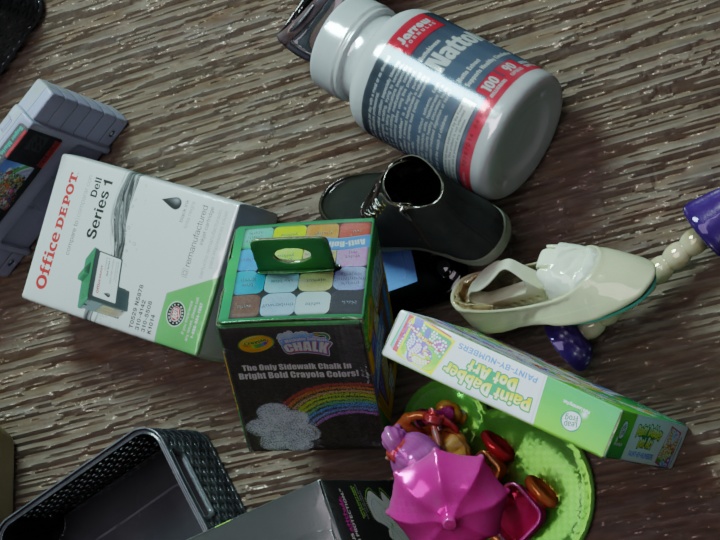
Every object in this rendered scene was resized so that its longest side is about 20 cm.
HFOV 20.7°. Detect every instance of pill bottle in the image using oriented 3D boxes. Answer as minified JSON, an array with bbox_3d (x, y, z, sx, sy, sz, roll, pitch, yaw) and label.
[{"bbox_3d":[0.060,-0.155,1.689,0.200,0.120,0.120,30,97,24],"label":"pill bottle"}]

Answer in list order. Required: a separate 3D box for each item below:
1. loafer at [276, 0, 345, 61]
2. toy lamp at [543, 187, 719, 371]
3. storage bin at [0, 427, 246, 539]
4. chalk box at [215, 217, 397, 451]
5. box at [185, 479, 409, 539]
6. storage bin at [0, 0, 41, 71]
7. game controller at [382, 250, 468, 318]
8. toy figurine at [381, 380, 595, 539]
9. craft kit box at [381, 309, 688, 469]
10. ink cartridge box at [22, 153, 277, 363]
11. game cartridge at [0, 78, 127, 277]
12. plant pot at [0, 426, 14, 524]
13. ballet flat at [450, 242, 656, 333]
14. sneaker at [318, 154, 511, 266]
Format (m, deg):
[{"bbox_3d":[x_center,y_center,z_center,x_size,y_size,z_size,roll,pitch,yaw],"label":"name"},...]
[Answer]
[{"bbox_3d":[-0.011,-0.278,1.755,0.063,0.072,0.200,23,97,-7],"label":"loafer"},{"bbox_3d":[0.242,0.002,1.623,0.200,0.058,0.058,-39,70,16],"label":"toy lamp"},{"bbox_3d":[-0.212,0.244,1.782,0.200,0.094,0.135,-35,71,18],"label":"storage bin"},{"bbox_3d":[-0.044,0.038,1.632,0.125,0.200,0.124,-2,42,8],"label":"chalk box"},{"bbox_3d":[-0.032,0.256,1.638,0.148,0.200,0.124,-26,74,19],"label":"box"},{"bbox_3d":[-0.427,-0.231,1.929,0.135,0.094,0.200,42,103,23],"label":"storage bin"},{"bbox_3d":[0.000,0.000,1.742,0.200,0.042,0.104,-20,76,21],"label":"game controller"},{"bbox_3d":[0.076,0.163,1.609,0.150,0.184,0.200,-48,67,12],"label":"toy figurine"},{"bbox_3d":[0.143,0.097,1.579,0.200,0.197,0.049,24,95,24],"label":"craft kit box"},{"bbox_3d":[-0.195,-0.012,1.809,0.200,0.084,0.146,16,90,25],"label":"ink cartridge box"},{"bbox_3d":[-0.318,-0.083,1.849,0.038,0.130,0.200,44,103,22],"label":"game cartridge"},{"bbox_3d":[-0.428,0.218,1.836,0.199,0.177,0.200,-3,83,25],"label":"plant pot"},{"bbox_3d":[0.151,0.012,1.616,0.200,0.069,0.070,-17,76,47],"label":"ballet flat"},{"bbox_3d":[0.025,-0.066,1.667,0.200,0.106,0.075,10,71,41],"label":"sneaker"}]
